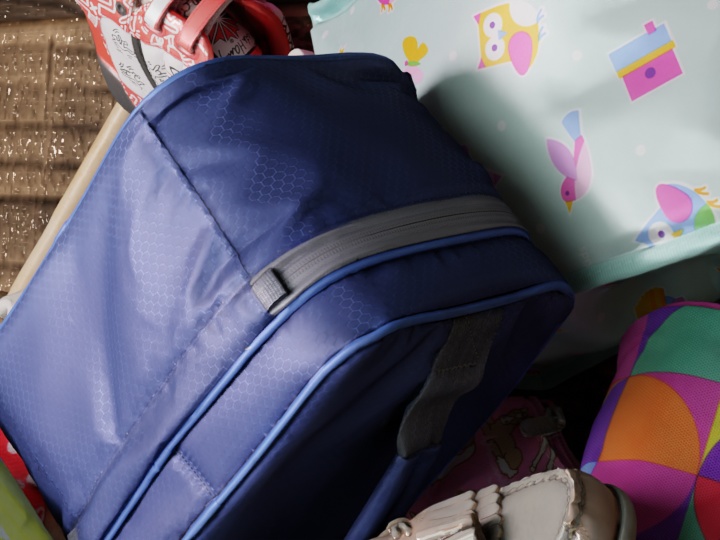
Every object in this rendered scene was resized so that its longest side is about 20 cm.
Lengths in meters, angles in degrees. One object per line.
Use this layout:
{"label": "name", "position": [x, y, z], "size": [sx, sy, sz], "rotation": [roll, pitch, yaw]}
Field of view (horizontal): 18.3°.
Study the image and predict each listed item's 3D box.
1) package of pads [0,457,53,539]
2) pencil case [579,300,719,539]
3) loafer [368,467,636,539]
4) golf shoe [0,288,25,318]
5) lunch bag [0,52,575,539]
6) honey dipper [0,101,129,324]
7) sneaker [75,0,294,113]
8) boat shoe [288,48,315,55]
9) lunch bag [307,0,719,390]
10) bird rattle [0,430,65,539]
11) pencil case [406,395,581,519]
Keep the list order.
{"label": "package of pads", "position": [-0.159, 0.140, 0.790], "size": [0.201, 0.068, 0.155], "rotation": [54, 134, 18]}
{"label": "pencil case", "position": [0.102, 0.110, 0.744], "size": [0.088, 0.088, 0.201], "rotation": [-13, 47, 45]}
{"label": "loafer", "position": [0.002, 0.122, 0.728], "size": [0.200, 0.063, 0.072], "rotation": [-42, 24, 32]}
{"label": "golf shoe", "position": [-0.176, 0.082, 1.107], "size": [0.077, 0.088, 0.201], "rotation": [47, 120, 37]}
{"label": "lunch bag", "position": [-0.032, 0.038, 0.770], "size": [0.133, 0.135, 0.200], "rotation": [54, 129, 24]}
{"label": "honey dipper", "position": [-0.152, -0.020, 1.131], "size": [0.201, 0.038, 0.038], "rotation": [-56, 50, 23]}
{"label": "sneaker", "position": [-0.097, -0.142, 0.992], "size": [0.067, 0.202, 0.108], "rotation": [-45, 37, -22]}
{"label": "boat shoe", "position": [0.000, 0.000, 0.923], "size": [0.074, 0.060, 0.201], "rotation": [122, 148, -51]}
{"label": "lunch bag", "position": [0.083, -0.060, 0.824], "size": [0.200, 0.121, 0.172], "rotation": [-28, 65, 47]}
{"label": "bird rattle", "position": [-0.142, 0.137, 0.889], "size": [0.201, 0.162, 0.113], "rotation": [60, 170, -5]}
{"label": "pencil case", "position": [0.080, 0.137, 0.835], "size": [0.200, 0.082, 0.087], "rotation": [56, 152, 34]}
